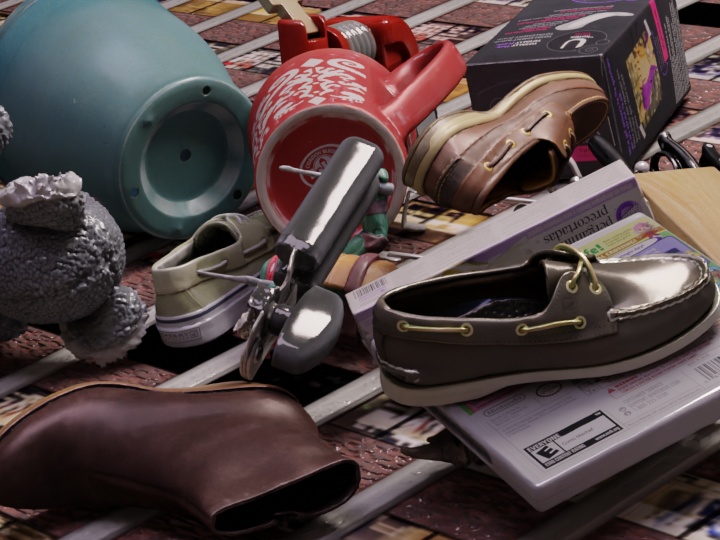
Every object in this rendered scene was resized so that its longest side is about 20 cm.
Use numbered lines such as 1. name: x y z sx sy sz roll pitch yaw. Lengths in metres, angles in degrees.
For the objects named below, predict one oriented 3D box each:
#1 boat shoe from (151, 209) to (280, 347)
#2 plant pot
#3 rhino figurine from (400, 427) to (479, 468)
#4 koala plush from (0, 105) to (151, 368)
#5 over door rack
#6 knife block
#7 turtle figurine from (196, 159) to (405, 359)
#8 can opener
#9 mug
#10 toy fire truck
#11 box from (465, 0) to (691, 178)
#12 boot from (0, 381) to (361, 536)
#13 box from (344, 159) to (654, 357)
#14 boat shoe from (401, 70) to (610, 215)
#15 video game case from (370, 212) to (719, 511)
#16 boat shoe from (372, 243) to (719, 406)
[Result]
1. boat shoe: -0.094 -0.009 1.654 0.072 0.062 0.200 -3 21 20
2. plant pot: -0.180 -0.117 1.815 0.200 0.201 0.188 -23 33 -29
3. rhino figurine: 0.114 0.077 1.337 0.199 0.060 0.087 -19 26 -17
4. koala plush: -0.246 -0.008 1.605 0.199 0.178 0.184 6 38 35
5. over door rack: 0.106 -0.040 1.630 0.199 0.067 0.148 -4 21 17
6. knife block: 0.201 -0.023 1.475 0.175 0.064 0.200 17 30 17
7. turtle figurine: 0.000 0.000 1.530 0.199 0.101 0.150 8 48 16
8. can opener: -0.026 -0.003 1.441 0.066 0.053 0.200 19 49 7
9. mug: -0.013 -0.104 1.663 0.133 0.178 0.200 25 11 -5
10. toy fire truck: -0.033 -0.186 1.863 0.128 0.201 0.176 2 16 30
11. box: 0.180 -0.156 1.834 0.122 0.106 0.200 -2 23 27
12. boot: -0.116 0.116 1.330 0.199 0.073 0.166 -14 19 -18
13. box: 0.087 -0.006 1.428 0.199 0.039 0.041 -27 21 0
14. boat shoe: 0.114 -0.082 1.565 0.068 0.072 0.200 39 40 24
15. video game case: 0.135 0.047 1.299 0.199 0.022 0.182 -25 36 -19
16. boat shoe: 0.105 0.022 1.269 0.201 0.060 0.072 -13 33 -2
